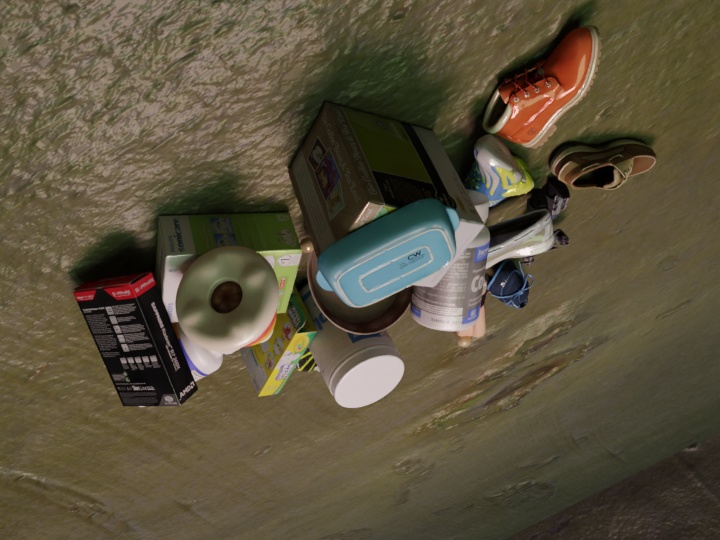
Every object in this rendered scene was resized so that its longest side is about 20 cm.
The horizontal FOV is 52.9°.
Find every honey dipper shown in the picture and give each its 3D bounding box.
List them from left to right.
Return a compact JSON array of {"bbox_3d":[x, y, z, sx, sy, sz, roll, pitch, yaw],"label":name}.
[{"bbox_3d":[-0.010,-0.068,1.100,0.199,0.038,0.038,-22,148,-34],"label":"honey dipper"}]

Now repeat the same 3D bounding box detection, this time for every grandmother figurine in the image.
[{"bbox_3d":[0.222,0.064,1.409,0.121,0.060,0.201,-46,153,-24],"label":"grandmother figurine"}]

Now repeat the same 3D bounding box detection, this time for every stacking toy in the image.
[{"bbox_3d":[-0.164,0.064,1.043,0.145,0.147,0.200,-24,157,2],"label":"stacking toy"}]

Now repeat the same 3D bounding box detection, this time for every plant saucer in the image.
[{"bbox_3d":[0.000,0.000,1.151,0.198,0.203,0.034,0,176,-27],"label":"plant saucer"}]

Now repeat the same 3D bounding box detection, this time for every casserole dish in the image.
[{"bbox_3d":[0.040,-0.014,0.912,0.199,0.039,0.121,-27,143,5],"label":"casserole dish"}]

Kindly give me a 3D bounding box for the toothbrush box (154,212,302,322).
[{"bbox_3d":[-0.203,-0.005,1.091,0.198,0.087,0.146,-5,139,-23],"label":"toothbrush box"}]

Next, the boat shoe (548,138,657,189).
[{"bbox_3d":[0.413,-0.168,1.215,0.198,0.074,0.076,-8,141,-18],"label":"boat shoe"}]

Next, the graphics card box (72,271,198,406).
[{"bbox_3d":[-0.331,0.104,1.068,0.124,0.051,0.202,-7,110,29],"label":"graphics card box"}]

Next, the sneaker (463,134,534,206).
[{"bbox_3d":[0.198,-0.140,1.121,0.105,0.076,0.199,-32,155,23],"label":"sneaker"}]

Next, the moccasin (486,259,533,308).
[{"bbox_3d":[0.287,0.028,1.348,0.081,0.068,0.200,-55,161,6],"label":"moccasin"}]

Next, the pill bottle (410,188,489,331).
[{"bbox_3d":[0.140,-0.019,1.120,0.113,0.114,0.202,-5,115,-21],"label":"pill bottle"}]

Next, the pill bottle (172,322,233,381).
[{"bbox_3d":[-0.297,0.132,1.189,0.199,0.113,0.112,-28,143,6],"label":"pill bottle"}]

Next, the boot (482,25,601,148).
[{"bbox_3d":[0.255,-0.262,1.026,0.106,0.076,0.201,7,135,-26],"label":"boot"}]

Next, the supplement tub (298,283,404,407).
[{"bbox_3d":[-0.024,0.113,1.221,0.131,0.201,0.133,-18,139,-17],"label":"supplement tub"}]

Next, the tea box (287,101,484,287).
[{"bbox_3d":[0.030,-0.102,0.997,0.195,0.201,0.134,9,134,-33],"label":"tea box"}]

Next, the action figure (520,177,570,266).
[{"bbox_3d":[0.314,-0.069,1.292,0.129,0.070,0.201,-18,146,-14],"label":"action figure"}]

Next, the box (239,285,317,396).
[{"bbox_3d":[-0.141,0.107,1.232,0.048,0.118,0.201,-2,139,-36],"label":"box"}]

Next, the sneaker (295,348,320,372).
[{"bbox_3d":[-0.091,0.148,1.357,0.076,0.076,0.200,-63,154,-3],"label":"sneaker"}]

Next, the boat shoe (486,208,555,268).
[{"bbox_3d":[0.219,-0.051,1.196,0.200,0.075,0.065,-12,127,9],"label":"boat shoe"}]
